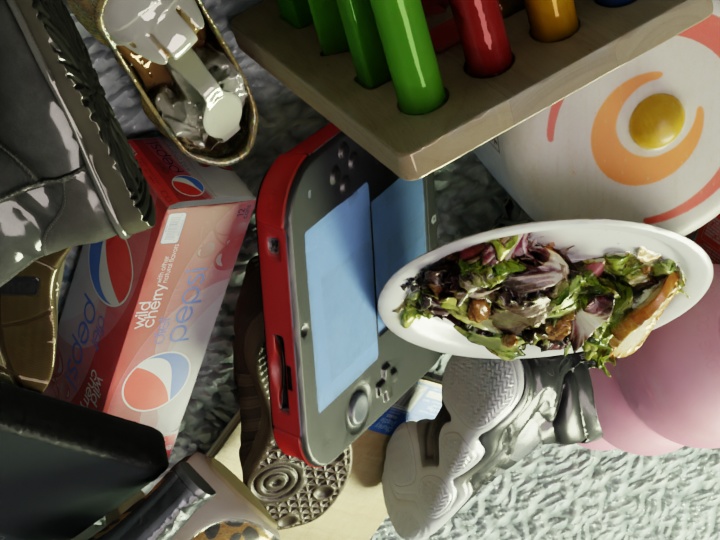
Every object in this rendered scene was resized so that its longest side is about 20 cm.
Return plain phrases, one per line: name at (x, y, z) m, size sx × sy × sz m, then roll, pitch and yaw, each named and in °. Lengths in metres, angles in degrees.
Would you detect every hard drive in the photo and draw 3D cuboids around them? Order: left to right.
hard drive at (-0.226, 0.137, 1.631) m, size 0.200 × 0.033 × 0.139 m, roll -36°, pitch 142°, yaw 31°

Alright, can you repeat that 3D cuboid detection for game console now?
game console at (0.000, 0.000, 1.677) m, size 0.177 × 0.031 × 0.201 m, roll -36°, pitch 131°, yaw -47°

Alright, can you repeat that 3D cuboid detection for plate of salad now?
plate of salad at (0.110, 0.021, 1.664) m, size 0.199 × 0.048 × 0.200 m, roll -4°, pitch 157°, yaw -2°

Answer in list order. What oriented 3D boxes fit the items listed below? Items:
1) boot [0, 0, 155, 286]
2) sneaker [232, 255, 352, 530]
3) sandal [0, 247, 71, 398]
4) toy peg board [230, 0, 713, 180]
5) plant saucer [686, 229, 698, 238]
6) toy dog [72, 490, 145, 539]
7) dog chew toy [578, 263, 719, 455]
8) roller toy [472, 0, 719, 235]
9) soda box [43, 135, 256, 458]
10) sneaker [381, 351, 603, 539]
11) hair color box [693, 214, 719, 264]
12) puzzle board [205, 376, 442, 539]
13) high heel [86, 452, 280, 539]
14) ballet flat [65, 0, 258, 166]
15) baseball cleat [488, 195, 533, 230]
boot at (-0.227, -0.054, 1.476) m, size 0.199 × 0.073 × 0.183 m, roll -20°, pitch 103°, yaw 10°
sneaker at (-0.045, 0.075, 1.765) m, size 0.070 × 0.076 × 0.201 m, roll -8°, pitch 135°, yaw -11°
sandal at (-0.190, -0.017, 1.553) m, size 0.080 × 0.054 × 0.201 m, roll 7°, pitch 118°, yaw -10°
toy peg board at (0.048, -0.169, 1.518) m, size 0.199 × 0.200 × 0.098 m, roll -29°, pitch 128°, yaw -16°
plant saucer at (0.185, -0.020, 1.840) m, size 0.200 × 0.035 × 0.200 m, roll -43°, pitch 173°, yaw -7°
toy dog at (-0.148, 0.230, 1.746) m, size 0.131 × 0.200 × 0.097 m, roll -5°, pitch 130°, yaw -5°
dog chew toy at (0.203, 0.071, 1.928) m, size 0.124 × 0.125 × 0.200 m, roll -8°, pitch 169°, yaw -37°
roller toy at (0.150, -0.109, 1.667) m, size 0.182 × 0.140 × 0.200 m, roll 37°, pitch 99°, yaw -32°
soda box at (-0.127, 0.019, 1.641) m, size 0.063 × 0.070 × 0.201 m, roll -7°, pitch 132°, yaw -36°
sneaker at (0.094, 0.113, 1.878) m, size 0.113 × 0.076 × 0.200 m, roll -3°, pitch 144°, yaw -29°
hair color box at (0.280, 0.003, 1.987) m, size 0.111 × 0.064 × 0.201 m, roll -27°, pitch 145°, yaw -40°
puzzle board at (-0.026, 0.120, 1.884) m, size 0.200 × 0.017 × 0.151 m, roll 18°, pitch 113°, yaw -50°
high heel at (-0.125, 0.179, 1.694) m, size 0.143 × 0.071 × 0.200 m, roll -45°, pitch 163°, yaw 3°
ballet flat at (-0.103, -0.123, 1.522) m, size 0.071 × 0.071 × 0.200 m, roll -37°, pitch 143°, yaw -6°
baseball cleat at (0.110, -0.052, 1.804) m, size 0.200 × 0.070 × 0.106 m, roll -46°, pitch 129°, yaw 1°
